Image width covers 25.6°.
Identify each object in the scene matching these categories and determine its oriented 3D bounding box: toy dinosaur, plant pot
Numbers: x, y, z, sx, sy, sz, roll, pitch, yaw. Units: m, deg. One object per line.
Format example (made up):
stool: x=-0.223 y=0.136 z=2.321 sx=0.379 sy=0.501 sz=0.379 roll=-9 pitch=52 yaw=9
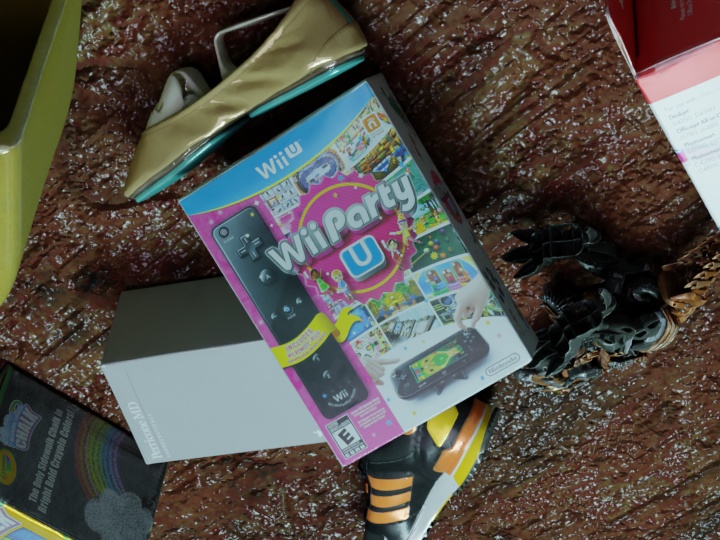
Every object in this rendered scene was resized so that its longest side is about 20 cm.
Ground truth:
toy dinosaur: x=0.172 y=0.020 z=1.075 sx=0.135 sy=0.102 sz=0.201 roll=15 pitch=121 yaw=-39
plant pot: x=-0.273 y=-0.080 z=0.960 sx=0.193 sy=0.196 sz=0.201 roll=7 pitch=138 yaw=0

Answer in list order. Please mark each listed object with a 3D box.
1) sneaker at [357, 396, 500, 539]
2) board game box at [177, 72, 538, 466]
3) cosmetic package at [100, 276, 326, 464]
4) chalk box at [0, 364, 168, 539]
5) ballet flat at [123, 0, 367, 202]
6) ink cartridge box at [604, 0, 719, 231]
sneaker: x=0.028 y=0.153 z=1.217 sx=0.089 sy=0.070 sz=0.201 roll=31 pitch=129 yaw=-1
board game box: x=0.000 y=0.000 z=1.007 sx=0.147 sy=0.064 sz=0.201 roll=-31 pitch=94 yaw=15
cosmetic package: x=-0.073 y=0.064 z=1.127 sx=0.198 sy=0.091 sz=0.107 roll=-12 pitch=127 yaw=12
chalk box: x=-0.269 y=0.171 z=1.219 sx=0.199 sy=0.125 sz=0.124 roll=33 pitch=127 yaw=-20
ballet flat: x=-0.084 y=-0.114 z=0.999 sx=0.199 sy=0.069 sz=0.063 roll=-30 pitch=95 yaw=25
ink cartridge box: x=0.209 y=-0.114 z=0.917 sx=0.067 sy=0.117 sz=0.200 roll=-20 pitch=127 yaw=24
